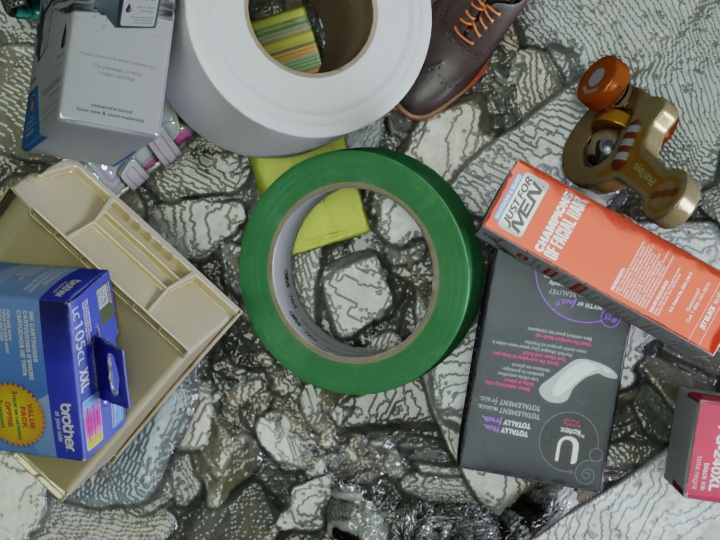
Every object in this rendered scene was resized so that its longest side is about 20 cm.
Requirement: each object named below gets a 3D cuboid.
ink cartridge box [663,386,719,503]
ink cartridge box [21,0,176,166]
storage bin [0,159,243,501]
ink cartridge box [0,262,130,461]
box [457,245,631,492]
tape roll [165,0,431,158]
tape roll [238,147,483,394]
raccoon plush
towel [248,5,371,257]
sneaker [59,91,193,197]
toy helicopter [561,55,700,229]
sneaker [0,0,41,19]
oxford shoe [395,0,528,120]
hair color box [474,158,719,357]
[{"bbox_3d":[0.356,0.152,1.693,0.199,0.145,0.084,9,90,2],"label":"ink cartridge box"},{"bbox_3d":[-0.200,-0.194,1.637,0.086,0.146,0.201,8,80,-20],"label":"ink cartridge box"},{"bbox_3d":[-0.240,0.047,1.703,0.199,0.094,0.200,43,120,1],"label":"storage bin"},{"bbox_3d":[-0.262,0.067,1.624,0.199,0.076,0.137,4,112,19],"label":"ink cartridge box"},{"bbox_3d":[0.153,0.070,1.720,0.122,0.106,0.201,10,90,2],"label":"box"},{"bbox_3d":[-0.058,-0.196,1.678,0.202,0.139,0.203,1,86,-17],"label":"tape roll"},{"bbox_3d":[0.000,0.000,1.725,0.200,0.048,0.201,2,98,18],"label":"tape roll"},{"bbox_3d":[0.064,0.200,1.756,0.200,0.097,0.134,-30,75,-26],"label":"raccoon plush"},{"bbox_3d":[-0.058,-0.116,1.772,0.086,0.018,0.201,-16,91,8],"label":"towel"},{"bbox_3d":[-0.189,-0.110,1.744,0.088,0.081,0.201,21,92,3],"label":"sneaker"},{"bbox_3d":[0.211,-0.079,1.677,0.079,0.200,0.132,36,100,-27],"label":"toy helicopter"},{"bbox_3d":[-0.283,-0.255,1.734,0.200,0.078,0.091,24,63,3],"label":"sneaker"},{"bbox_3d":[0.092,-0.212,1.735,0.071,0.073,0.200,35,92,1],"label":"oxford shoe"},{"bbox_3d":[0.190,-0.008,1.609,0.200,0.111,0.064,28,88,1],"label":"hair color box"}]
